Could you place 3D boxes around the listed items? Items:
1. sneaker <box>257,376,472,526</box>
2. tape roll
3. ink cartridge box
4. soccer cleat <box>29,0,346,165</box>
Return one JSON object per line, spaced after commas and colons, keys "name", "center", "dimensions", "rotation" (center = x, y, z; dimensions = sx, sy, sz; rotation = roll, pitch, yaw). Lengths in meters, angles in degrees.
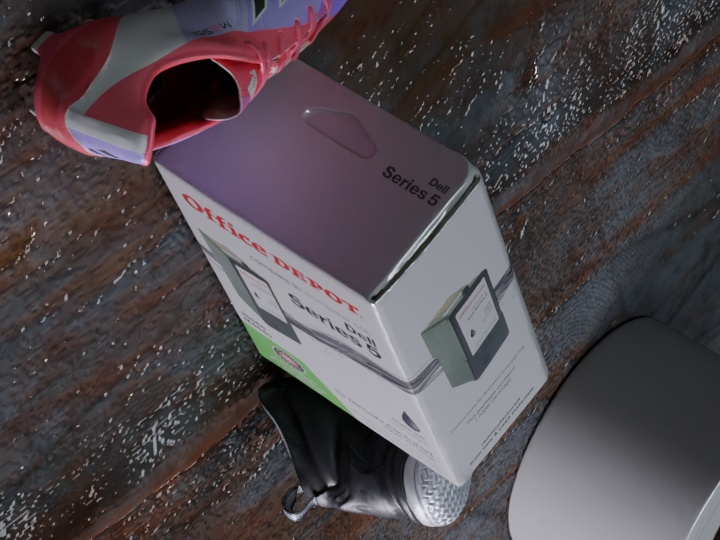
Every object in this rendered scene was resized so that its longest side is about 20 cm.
{"name": "sneaker", "center": [0.005, 0.051, 1.185], "dimensions": [0.076, 0.113, 0.200], "rotation": [65, 24, -49]}
{"name": "tape roll", "center": [0.222, 0.153, 1.561], "dimensions": [0.203, 0.139, 0.203], "rotation": [-39, 145, -34]}
{"name": "ink cartridge box", "center": [0.000, 0.000, 1.050], "dimensions": [0.084, 0.145, 0.200], "rotation": [-49, 150, -15]}
{"name": "soccer cleat", "center": [-0.057, -0.098, 0.939], "dimensions": [0.200, 0.076, 0.067], "rotation": [-31, 141, -42]}
